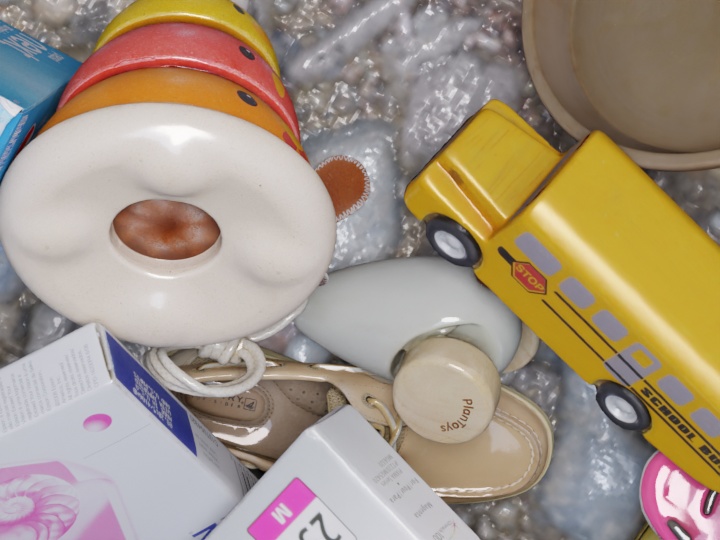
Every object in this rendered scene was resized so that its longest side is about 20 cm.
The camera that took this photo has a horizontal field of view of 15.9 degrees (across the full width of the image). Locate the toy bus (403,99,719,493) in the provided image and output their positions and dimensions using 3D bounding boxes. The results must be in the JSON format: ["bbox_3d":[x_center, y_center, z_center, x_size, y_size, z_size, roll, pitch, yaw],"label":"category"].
[{"bbox_3d":[0.116,0.008,1.140,0.200,0.078,0.065,44,62,-3],"label":"toy bus"}]

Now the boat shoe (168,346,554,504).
[{"bbox_3d":[-0.005,0.080,1.242,0.200,0.065,0.071,8,101,-1],"label":"boat shoe"}]

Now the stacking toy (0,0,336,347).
[{"bbox_3d":[-0.081,-0.079,1.156,0.146,0.200,0.146,1,139,1],"label":"stacking toy"}]

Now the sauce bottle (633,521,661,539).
[{"bbox_3d":[0.162,0.145,1.254,0.065,0.065,0.200,34,98,-6],"label":"sauce bottle"}]

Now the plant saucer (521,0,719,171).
[{"bbox_3d":[0.166,-0.130,1.161,0.200,0.200,0.029,-42,140,8],"label":"plant saucer"}]

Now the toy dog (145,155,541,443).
[{"bbox_3d":[0.000,0.000,1.206,0.200,0.132,0.096,11,123,-12],"label":"toy dog"}]

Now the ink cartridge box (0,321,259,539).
[{"bbox_3d":[-0.157,0.123,1.195,0.200,0.043,0.196,-27,143,10],"label":"ink cartridge box"}]

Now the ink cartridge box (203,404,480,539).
[{"bbox_3d":[-0.013,0.189,1.176,0.174,0.044,0.200,46,117,7],"label":"ink cartridge box"}]

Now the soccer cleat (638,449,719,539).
[{"bbox_3d":[0.222,0.129,1.206,0.200,0.086,0.070,17,87,-2],"label":"soccer cleat"}]

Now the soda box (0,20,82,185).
[{"bbox_3d":[-0.176,-0.071,1.143,0.068,0.200,0.064,29,98,-3],"label":"soda box"}]
